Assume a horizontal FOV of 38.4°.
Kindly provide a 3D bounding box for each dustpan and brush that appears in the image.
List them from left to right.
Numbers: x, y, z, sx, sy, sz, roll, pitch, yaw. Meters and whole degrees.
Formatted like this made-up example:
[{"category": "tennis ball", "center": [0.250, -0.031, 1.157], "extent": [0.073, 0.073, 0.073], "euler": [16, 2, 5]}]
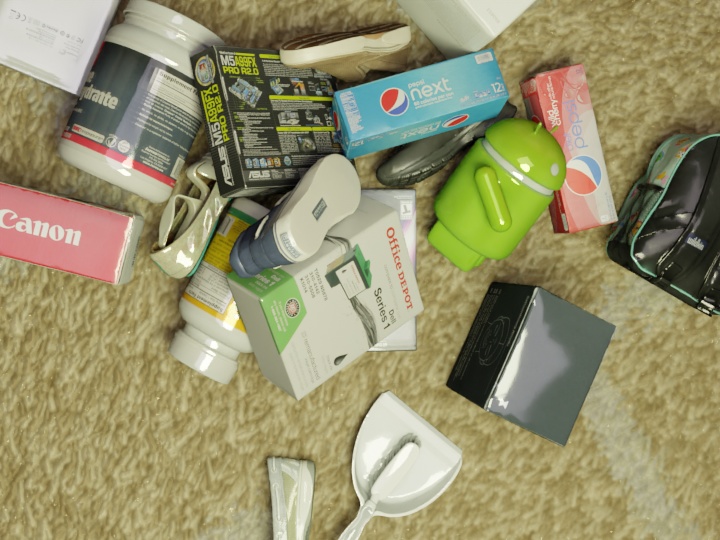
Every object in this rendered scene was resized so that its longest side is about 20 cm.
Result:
[{"category": "dustpan and brush", "center": [0.025, 0.270, 1.274], "extent": [0.139, 0.057, 0.201], "euler": [39, 86, -7]}]

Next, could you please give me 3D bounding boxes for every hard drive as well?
[{"category": "hard drive", "center": [-0.357, -0.325, 1.229], "extent": [0.131, 0.025, 0.202], "euler": [22, 88, -8]}]

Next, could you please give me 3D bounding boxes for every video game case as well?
[{"category": "video game case", "center": [0.000, 0.000, 1.288], "extent": [0.141, 0.019, 0.203], "euler": [-1, 90, -8]}]

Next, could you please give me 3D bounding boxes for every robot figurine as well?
[{"category": "robot figurine", "center": [0.166, -0.096, 1.241], "extent": [0.116, 0.175, 0.201], "euler": [41, 111, 14]}]

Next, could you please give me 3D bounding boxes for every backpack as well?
[{"category": "backpack", "center": [0.415, -0.067, 1.273], "extent": [0.174, 0.153, 0.202], "euler": [27, 97, -9]}]

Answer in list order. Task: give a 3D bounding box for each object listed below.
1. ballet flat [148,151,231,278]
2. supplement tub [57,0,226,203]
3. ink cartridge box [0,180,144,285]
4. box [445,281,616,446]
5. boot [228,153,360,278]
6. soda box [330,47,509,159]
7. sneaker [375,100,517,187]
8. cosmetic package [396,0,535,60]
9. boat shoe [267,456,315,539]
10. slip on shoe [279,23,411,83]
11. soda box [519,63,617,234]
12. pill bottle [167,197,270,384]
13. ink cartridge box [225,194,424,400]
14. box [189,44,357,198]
[{"category": "ballet flat", "center": [-0.187, -0.088, 1.215], "extent": [0.062, 0.067, 0.202], "euler": [35, 68, -35]}, {"category": "supplement tub", "center": [-0.249, -0.193, 1.188], "extent": [0.139, 0.140, 0.202], "euler": [24, 88, -7]}, {"category": "ink cartridge box", "center": [-0.355, -0.047, 1.160], "extent": [0.198, 0.176, 0.085], "euler": [14, 89, -7]}, {"category": "box", "center": [0.196, 0.104, 1.224], "extent": [0.106, 0.200, 0.150], "euler": [25, 88, -7]}, {"category": "boot", "center": [-0.072, -0.062, 1.133], "extent": [0.090, 0.200, 0.073], "euler": [-20, 106, 29]}, {"category": "soda box", "center": [0.068, -0.194, 1.209], "extent": [0.198, 0.068, 0.065], "euler": [-17, 79, -9]}, {"category": "sneaker", "center": [0.095, -0.174, 1.277], "extent": [0.199, 0.076, 0.091], "euler": [-34, 89, -15]}, {"category": "cosmetic package", "center": [0.135, -0.368, 1.207], "extent": [0.167, 0.200, 0.166], "euler": [-44, 97, -5]}, {"category": "boat shoe", "center": [-0.096, 0.331, 1.256], "extent": [0.064, 0.074, 0.205], "euler": [8, 86, -2]}, {"category": "slip on shoe", "center": [-0.013, -0.251, 1.222], "extent": [0.199, 0.075, 0.061], "euler": [-24, 120, -46]}, {"category": "soda box", "center": [0.262, -0.151, 1.297], "extent": [0.069, 0.063, 0.202], "euler": [-14, 93, -7]}, {"category": "pill bottle", "center": [-0.145, 0.026, 1.221], "extent": [0.112, 0.113, 0.202], "euler": [29, 87, -7]}, {"category": "ink cartridge box", "center": [-0.035, 0.026, 1.179], "extent": [0.199, 0.084, 0.147], "euler": [-34, 125, -24]}, {"category": "box", "center": [-0.094, -0.171, 1.190], "extent": [0.199, 0.044, 0.162], "euler": [-11, 86, -51]}]
